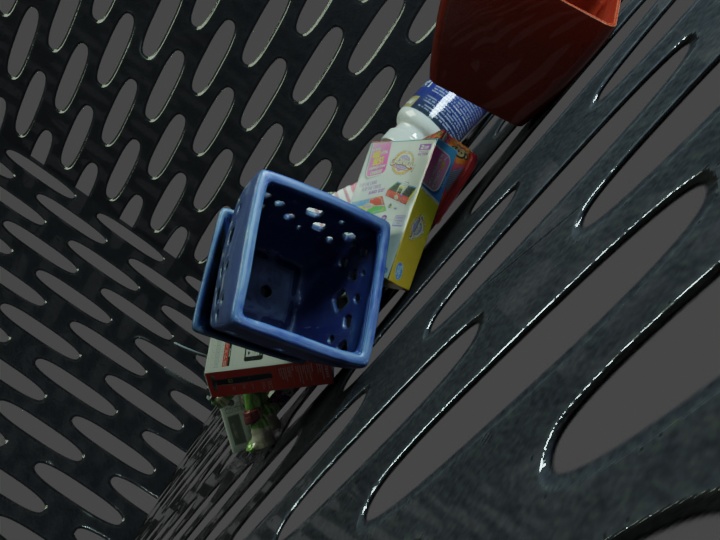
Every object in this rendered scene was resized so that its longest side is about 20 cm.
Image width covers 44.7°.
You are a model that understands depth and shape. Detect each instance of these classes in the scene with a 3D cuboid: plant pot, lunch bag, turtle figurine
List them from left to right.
[{"bbox_3d":[-0.210,0.188,1.400,0.199,0.196,0.143,-24,13,-26],"label":"turtle figurine"},{"bbox_3d":[-0.098,0.014,1.127,0.179,0.198,0.202,-17,57,55],"label":"plant pot"},{"bbox_3d":[0.089,-0.115,1.317,0.177,0.082,0.200,-56,6,0],"label":"lunch bag"},{"bbox_3d":[0.190,-0.303,1.084,0.177,0.198,0.201,-64,-2,38],"label":"plant pot"}]

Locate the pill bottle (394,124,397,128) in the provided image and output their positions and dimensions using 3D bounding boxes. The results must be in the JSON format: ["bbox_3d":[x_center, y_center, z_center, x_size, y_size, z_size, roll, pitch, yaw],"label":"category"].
[{"bbox_3d":[0.133,-0.281,1.752,0.201,0.112,0.112,-55,6,2],"label":"pill bottle"}]

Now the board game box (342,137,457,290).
[{"bbox_3d":[0.040,-0.079,1.198,0.152,0.040,0.202,9,76,55],"label":"board game box"}]

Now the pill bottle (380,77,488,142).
[{"bbox_3d":[0.132,-0.257,1.472,0.200,0.116,0.116,-48,4,-13],"label":"pill bottle"}]

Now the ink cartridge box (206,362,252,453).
[{"bbox_3d":[-0.213,0.228,1.573,0.056,0.164,0.200,-18,-3,7],"label":"ink cartridge box"}]

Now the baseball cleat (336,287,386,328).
[{"bbox_3d":[0.001,0.034,1.259,0.107,0.069,0.200,-56,6,-1],"label":"baseball cleat"}]

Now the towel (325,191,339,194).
[{"bbox_3d":[-0.030,-0.122,1.618,0.192,0.198,0.035,20,-110,-65],"label":"towel"}]

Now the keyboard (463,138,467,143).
[{"bbox_3d":[0.140,-0.180,1.575,0.128,0.021,0.200,-58,7,-18],"label":"keyboard"}]

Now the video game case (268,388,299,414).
[{"bbox_3d":[-0.135,0.146,1.541,0.182,0.036,0.201,-49,28,16],"label":"video game case"}]

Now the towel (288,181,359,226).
[{"bbox_3d":[-0.068,-0.045,1.328,0.198,0.030,0.147,-24,52,5],"label":"towel"}]

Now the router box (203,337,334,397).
[{"bbox_3d":[-0.128,0.092,1.292,0.201,0.177,0.049,-91,-7,-54],"label":"router box"}]
